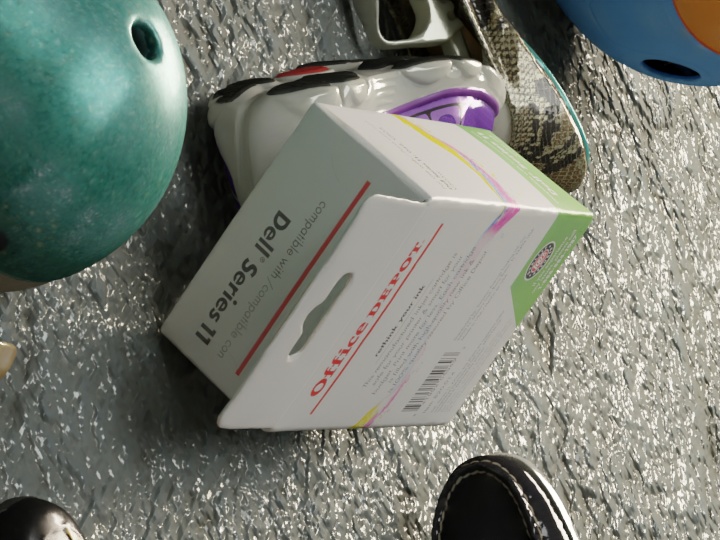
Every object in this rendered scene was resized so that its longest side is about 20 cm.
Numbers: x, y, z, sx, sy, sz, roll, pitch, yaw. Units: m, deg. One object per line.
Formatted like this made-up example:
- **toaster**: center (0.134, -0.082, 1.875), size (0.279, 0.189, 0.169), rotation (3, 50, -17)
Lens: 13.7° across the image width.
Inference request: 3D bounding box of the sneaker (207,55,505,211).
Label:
- **sneaker**: center (-0.004, -0.049, 1.300), size (0.200, 0.080, 0.084), rotation (-19, 107, -57)

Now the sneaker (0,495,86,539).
- **sneaker**: center (-0.068, 0.167, 0.995), size (0.070, 0.090, 0.202), rotation (-3, 77, -63)

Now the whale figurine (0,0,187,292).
- **whale figurine**: center (-0.133, -0.088, 1.014), size (0.200, 0.103, 0.160), rotation (54, 31, -30)

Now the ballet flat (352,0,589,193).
- **ballet flat**: center (0.035, -0.114, 1.417), size (0.075, 0.068, 0.201), rotation (-33, 99, -41)

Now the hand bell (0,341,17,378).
- **hand bell**: center (-0.153, 0.123, 0.891), size (0.104, 0.103, 0.202), rotation (10, 77, -61)

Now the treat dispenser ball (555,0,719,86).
- **treat dispenser ball**: center (0.189, -0.199, 1.597), size (0.201, 0.200, 0.202), rotation (41, 40, -46)

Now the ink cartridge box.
- **ink cartridge box**: center (0.000, 0.000, 1.189), size (0.067, 0.117, 0.200), rotation (41, 16, 22)

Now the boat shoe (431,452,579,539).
- **boat shoe**: center (0.057, 0.173, 1.260), size (0.060, 0.073, 0.202), rotation (27, 59, -61)
